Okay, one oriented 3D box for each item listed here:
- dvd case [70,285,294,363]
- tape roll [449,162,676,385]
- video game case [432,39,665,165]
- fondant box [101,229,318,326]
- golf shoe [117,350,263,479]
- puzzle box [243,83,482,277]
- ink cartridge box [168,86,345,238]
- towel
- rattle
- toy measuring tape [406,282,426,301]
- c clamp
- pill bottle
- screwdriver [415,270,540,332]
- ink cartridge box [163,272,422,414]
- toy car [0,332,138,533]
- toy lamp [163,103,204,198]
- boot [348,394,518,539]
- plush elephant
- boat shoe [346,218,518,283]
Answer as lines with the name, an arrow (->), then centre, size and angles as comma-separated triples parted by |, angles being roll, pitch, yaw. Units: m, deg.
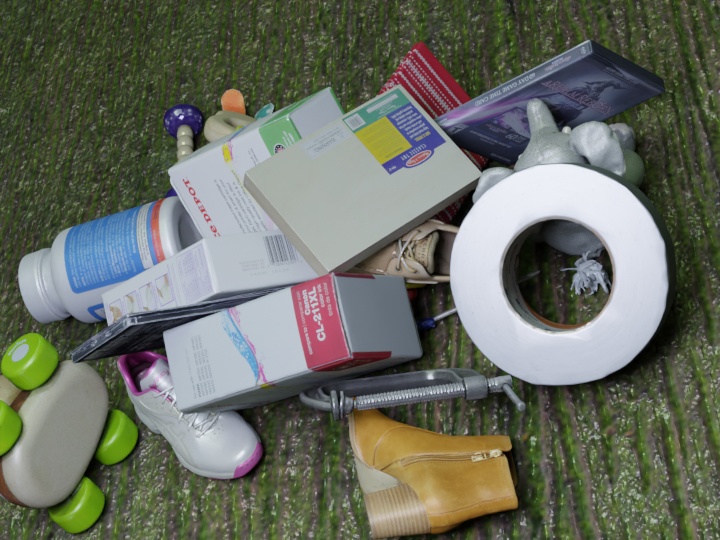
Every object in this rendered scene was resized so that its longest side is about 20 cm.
dvd case -> -0.167, 0.052, 1.462 | 0.148, 0.199, 0.016 | -30, 72, 54
tape roll -> 0.184, 0.003, 1.354 | 0.199, 0.066, 0.202 | 1, 94, 18
video game case -> 0.187, -0.165, 1.500 | 0.199, 0.142, 0.019 | -23, 66, 35
fondant box -> -0.150, 0.016, 1.505 | 0.200, 0.144, 0.059 | -26, 77, 47
golf shoe -> -0.179, 0.142, 1.496 | 0.199, 0.092, 0.075 | 27, 65, 41
puzzle box -> 0.004, -0.087, 1.437 | 0.199, 0.025, 0.133 | -32, 70, -25
ink cartridge box -> -0.085, -0.086, 1.559 | 0.199, 0.145, 0.084 | -18, 16, 43
towel -> 0.067, -0.136, 1.560 | 0.022, 0.145, 0.200 | -29, 20, 45
rattle -> -0.138, -0.123, 1.759 | 0.129, 0.144, 0.200 | -8, 21, -22
toy measuring tape -> 0.000, 0.000, 1.534 | 0.199, 0.074, 0.074 | -2, 50, 21
c clamp -> 0.042, 0.108, 1.356 | 0.198, 0.027, 0.171 | -7, 8, 0
pill bottle -> -0.277, -0.005, 1.668 | 0.199, 0.113, 0.113 | -15, 45, 15
screwdriver -> 0.089, 0.046, 1.486 | 0.199, 0.028, 0.029 | -20, 74, 7
ink cartridge box -> -0.065, 0.070, 1.415 | 0.199, 0.145, 0.083 | -18, 80, 27
toy car -> -0.363, 0.167, 1.533 | 0.199, 0.164, 0.158 | -5, 48, 38
toy lamp -> -0.208, -0.119, 1.773 | 0.058, 0.058, 0.201 | -21, 45, 10
boot -> 0.066, 0.169, 1.365 | 0.143, 0.071, 0.202 | -12, 31, -3
plush elephant -> 0.193, -0.092, 1.454 | 0.164, 0.155, 0.201 | -19, 44, 12
boat shoe -> 0.056, -0.023, 1.456 | 0.198, 0.065, 0.072 | 4, 88, -10
